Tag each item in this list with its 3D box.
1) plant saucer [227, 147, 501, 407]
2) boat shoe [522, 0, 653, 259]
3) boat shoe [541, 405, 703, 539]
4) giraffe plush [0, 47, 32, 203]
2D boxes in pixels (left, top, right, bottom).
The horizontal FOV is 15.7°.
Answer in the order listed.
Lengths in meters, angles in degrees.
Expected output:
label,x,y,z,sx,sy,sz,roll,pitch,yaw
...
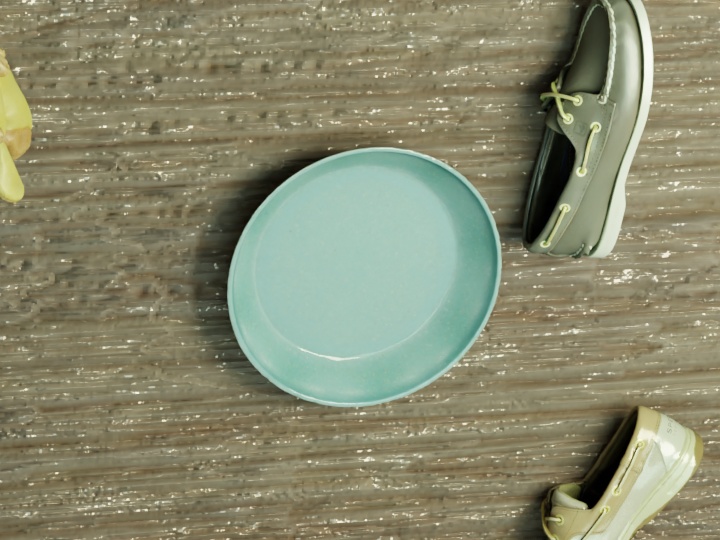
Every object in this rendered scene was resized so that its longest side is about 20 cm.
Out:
label,x,y,z,sx,sy,sz,roll,pitch,yaw
plant saucer,0.000,0.000,1.842,0.200,0.036,0.200,-6,116,-13
boat shoe,0.157,-0.100,1.822,0.060,0.072,0.202,-2,118,-21
boat shoe,0.171,0.184,1.963,0.066,0.074,0.200,37,98,-14
giraffe plush,-0.272,-0.101,1.642,0.172,0.162,0.200,24,106,-24
